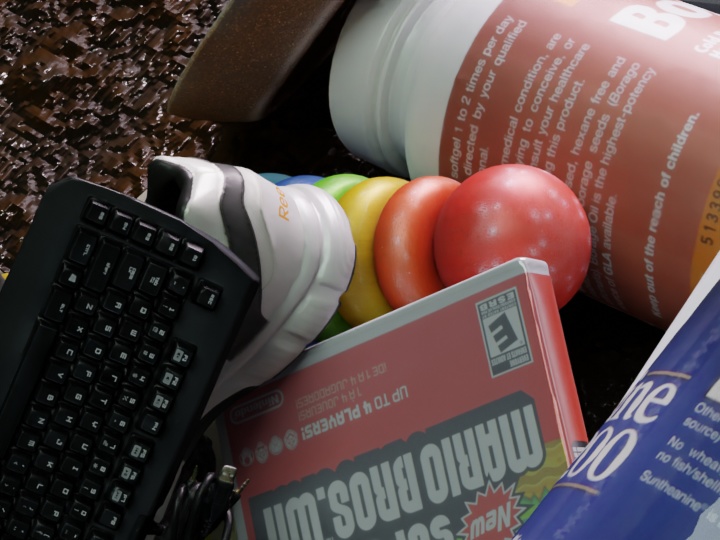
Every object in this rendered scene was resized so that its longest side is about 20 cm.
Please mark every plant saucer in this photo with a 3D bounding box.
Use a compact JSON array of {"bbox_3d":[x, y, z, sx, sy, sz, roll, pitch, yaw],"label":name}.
[{"bbox_3d":[-0.001,-0.130,0.923,0.034,0.200,0.201,40,76,1],"label":"plant saucer"}]

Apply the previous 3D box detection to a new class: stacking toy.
[{"bbox_3d":[0.000,0.000,0.839,0.199,0.085,0.086,-4,54,45],"label":"stacking toy"}]

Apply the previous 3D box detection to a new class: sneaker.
[{"bbox_3d":[-0.091,0.041,0.796,0.201,0.080,0.074,-54,46,11],"label":"sneaker"}]

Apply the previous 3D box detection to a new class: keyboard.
[{"bbox_3d":[-0.089,0.079,0.743,0.040,0.103,0.201,-111,44,-73],"label":"keyboard"}]

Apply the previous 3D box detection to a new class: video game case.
[{"bbox_3d":[0.023,0.113,0.758,0.142,0.017,0.202,-24,70,35],"label":"video game case"}]

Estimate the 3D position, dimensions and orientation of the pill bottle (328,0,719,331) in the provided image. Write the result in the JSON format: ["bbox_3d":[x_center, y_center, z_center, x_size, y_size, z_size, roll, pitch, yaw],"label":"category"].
[{"bbox_3d":[0.089,-0.049,0.855,0.199,0.112,0.113,25,70,33],"label":"pill bottle"}]

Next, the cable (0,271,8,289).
[{"bbox_3d":[-0.177,0.007,0.982,0.097,0.051,0.200,-35,41,-10],"label":"cable"}]

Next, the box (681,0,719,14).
[{"bbox_3d":[0.147,-0.151,0.941,0.198,0.046,0.160,10,62,28],"label":"box"}]

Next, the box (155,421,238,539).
[{"bbox_3d":[-0.038,0.086,0.857,0.198,0.050,0.076,-14,54,13],"label":"box"}]

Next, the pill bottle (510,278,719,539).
[{"bbox_3d":[0.117,0.060,0.603,0.111,0.111,0.200,31,74,35],"label":"pill bottle"}]

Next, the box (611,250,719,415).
[{"bbox_3d":[0.212,0.050,0.725,0.199,0.131,0.199,25,69,33],"label":"box"}]
